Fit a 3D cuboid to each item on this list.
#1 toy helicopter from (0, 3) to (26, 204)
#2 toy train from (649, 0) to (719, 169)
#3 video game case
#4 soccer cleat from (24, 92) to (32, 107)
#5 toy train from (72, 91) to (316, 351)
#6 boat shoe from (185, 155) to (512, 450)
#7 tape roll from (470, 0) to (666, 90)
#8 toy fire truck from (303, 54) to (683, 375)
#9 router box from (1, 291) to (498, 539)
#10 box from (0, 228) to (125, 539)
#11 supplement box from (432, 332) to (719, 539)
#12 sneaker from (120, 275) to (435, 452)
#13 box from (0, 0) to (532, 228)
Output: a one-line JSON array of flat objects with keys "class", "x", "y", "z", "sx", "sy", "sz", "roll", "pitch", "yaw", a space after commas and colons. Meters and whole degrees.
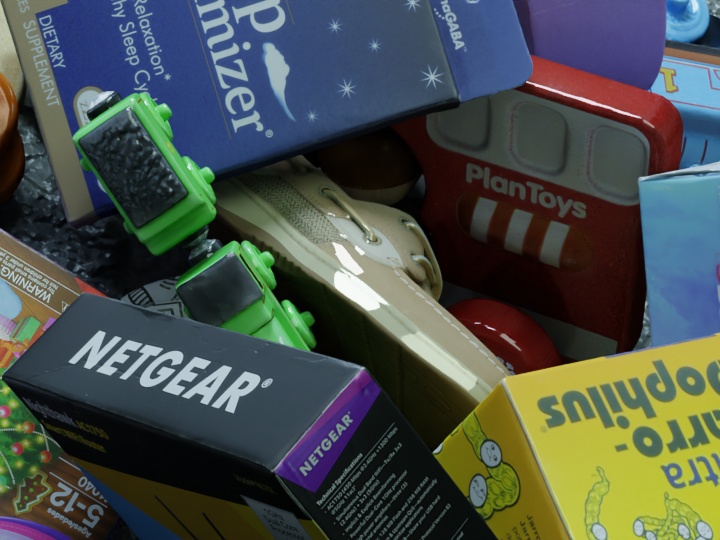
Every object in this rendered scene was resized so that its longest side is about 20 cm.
[{"class": "toy helicopter", "x": -0.192, "y": -0.132, "z": 1.089, "sx": 0.131, "sy": 0.079, "sz": 0.201, "roll": 16, "pitch": 75, "yaw": 0}, {"class": "toy train", "x": 0.149, "y": -0.091, "z": 1.263, "sx": 0.199, "sy": 0.087, "sz": 0.115, "roll": 9, "pitch": 56, "yaw": -19}, {"class": "video game case", "x": 0.169, "y": 0.053, "z": 1.043, "sx": 0.181, "sy": 0.045, "sz": 0.201, "roll": -13, "pitch": 99, "yaw": -67}, {"class": "soccer cleat", "x": -0.101, "y": -0.104, "z": 1.170, "sx": 0.199, "sy": 0.070, "sz": 0.078, "roll": 11, "pitch": 17, "yaw": -8}, {"class": "toy train", "x": -0.046, "y": 0.016, "z": 0.959, "sx": 0.201, "sy": 0.042, "sz": 0.056, "roll": 56, "pitch": 3, "yaw": -7}, {"class": "boat shoe", "x": 0.000, "y": 0.000, "z": 1.004, "sx": 0.064, "sy": 0.071, "sz": 0.200, "roll": -37, "pitch": 58, "yaw": -22}, {"class": "tape roll", "x": 0.069, "y": -0.165, "z": 1.118, "sx": 0.065, "sy": 0.201, "sz": 0.201, "roll": -17, "pitch": 58, "yaw": -10}, {"class": "toy fire truck", "x": 0.041, "y": -0.034, "z": 1.083, "sx": 0.199, "sy": 0.169, "sz": 0.112, "roll": 21, "pitch": 42, "yaw": 21}, {"class": "router box", "x": -0.027, "y": 0.087, "z": 0.872, "sx": 0.051, "sy": 0.200, "sz": 0.149, "roll": -47, "pitch": 118, "yaw": -20}, {"class": "box", "x": -0.176, "y": 0.044, "z": 0.971, "sx": 0.199, "sy": 0.039, "sz": 0.137, "roll": 31, "pitch": 78, "yaw": 1}, {"class": "supplement box", "x": 0.072, "y": 0.124, "z": 0.947, "sx": 0.108, "sy": 0.200, "sz": 0.110, "roll": -10, "pitch": 65, "yaw": -32}, {"class": "sneaker", "x": -0.012, "y": 0.049, "z": 1.054, "sx": 0.200, "sy": 0.067, "sz": 0.108, "roll": 1, "pitch": 50, "yaw": -8}, {"class": "box", "x": -0.040, "y": -0.105, "z": 0.997, "sx": 0.199, "sy": 0.032, "sz": 0.122, "roll": -18, "pitch": 87, "yaw": -1}]
